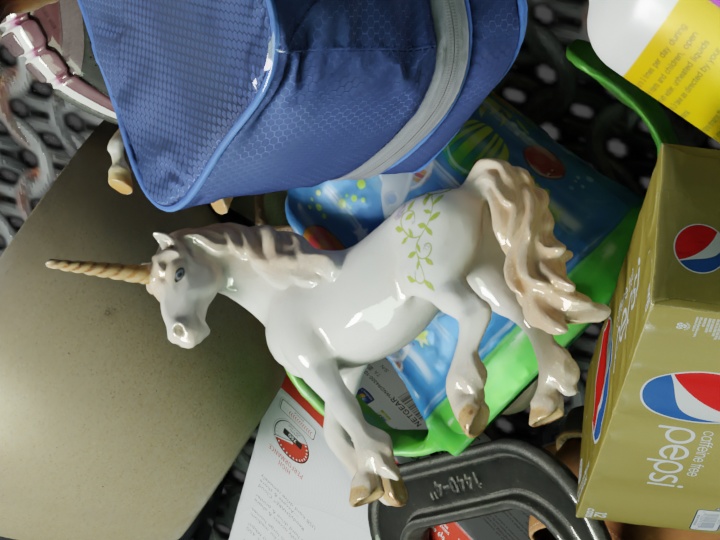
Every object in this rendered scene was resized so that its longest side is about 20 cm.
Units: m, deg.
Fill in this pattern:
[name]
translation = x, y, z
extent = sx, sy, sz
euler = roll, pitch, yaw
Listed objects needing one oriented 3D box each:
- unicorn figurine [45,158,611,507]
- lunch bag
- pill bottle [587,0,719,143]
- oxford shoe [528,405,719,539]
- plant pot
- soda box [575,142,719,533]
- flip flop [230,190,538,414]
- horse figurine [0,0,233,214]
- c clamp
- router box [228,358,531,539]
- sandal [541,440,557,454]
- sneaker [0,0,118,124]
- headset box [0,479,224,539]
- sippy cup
[unicorn figurine]
translation = -0.002, 0.020, 1.074
extent = 0.199, 0.074, 0.138
euler = -26, 73, 14
[lunch bag]
translation = -0.028, -0.132, 1.043
extent = 0.136, 0.132, 0.201
euler = -45, 59, 52
[pill bottle]
translation = 0.156, -0.093, 1.002
extent = 0.200, 0.104, 0.104
euler = 34, 140, 1
[oxford shoe]
translation = 0.161, 0.119, 1.148
extent = 0.199, 0.071, 0.071
euler = 12, 151, 34
[plant pot]
translation = -0.113, 0.048, 1.251
extent = 0.134, 0.201, 0.200
euler = 33, 140, -3
[soda box]
translation = 0.127, 0.030, 1.033
extent = 0.064, 0.068, 0.200
euler = 7, 153, -1
[flip flop]
translation = 0.000, 0.000, 1.231
extent = 0.200, 0.058, 0.081
euler = 42, 139, -4
[horse figurine]
translation = -0.104, -0.106, 1.106
extent = 0.199, 0.133, 0.050
euler = 26, 151, -14
[c clamp]
translation = 0.068, 0.155, 1.200
extent = 0.200, 0.027, 0.171
euler = -32, 83, 58
[router box]
translation = 0.028, 0.146, 1.308
extent = 0.200, 0.049, 0.180
euler = 44, 144, 23
[sandal]
translation = 0.155, 0.136, 1.228
extent = 0.206, 0.079, 0.059
euler = 21, 179, 20
[sneaker]
translation = -0.120, -0.155, 1.156
extent = 0.200, 0.076, 0.115
euler = 47, 135, -12
[headset box]
translation = -0.169, 0.116, 1.420
extent = 0.199, 0.093, 0.174
euler = 27, 138, 10
[sippy cup]
translation = 0.042, -0.015, 1.145
extent = 0.130, 0.178, 0.140
euler = 46, 168, 4
